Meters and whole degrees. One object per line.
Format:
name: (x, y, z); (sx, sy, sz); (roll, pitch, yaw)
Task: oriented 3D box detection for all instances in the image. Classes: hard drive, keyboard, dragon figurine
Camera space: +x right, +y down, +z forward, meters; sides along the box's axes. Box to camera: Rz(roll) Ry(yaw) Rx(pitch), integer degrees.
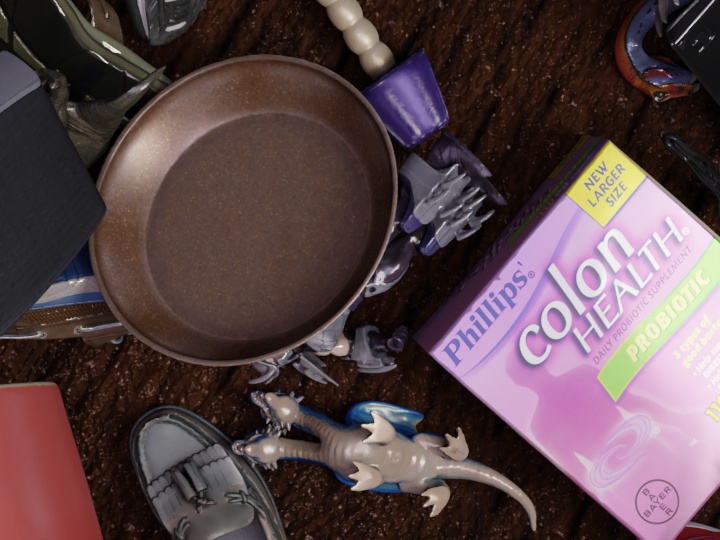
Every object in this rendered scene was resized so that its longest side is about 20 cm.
hard drive: (-0.233, -0.019, 1.460); (0.200, 0.042, 0.135); (-47, 128, -32)
keyboard: (0.245, -0.100, 1.595); (0.127, 0.021, 0.200); (-48, 132, 0)
dragon figurine: (0.018, 0.117, 1.626); (0.199, 0.099, 0.059); (12, 92, -25)

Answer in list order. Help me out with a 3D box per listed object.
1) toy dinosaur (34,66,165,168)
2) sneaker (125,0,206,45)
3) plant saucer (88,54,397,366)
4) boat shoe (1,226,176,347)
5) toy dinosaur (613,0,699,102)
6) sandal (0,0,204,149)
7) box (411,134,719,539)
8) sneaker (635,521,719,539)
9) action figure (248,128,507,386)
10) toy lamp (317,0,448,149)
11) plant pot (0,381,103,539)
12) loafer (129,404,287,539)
toy dinosaur: (-0.206, -0.081, 1.570); (0.199, 0.102, 0.077); (-33, 55, 4)
sneaker: (-0.141, -0.241, 1.585); (0.074, 0.079, 0.202); (-27, 114, -46)
plant saucer: (-0.067, -0.033, 1.536); (0.199, 0.037, 0.202); (-7, 68, 17)
boat shoe: (-0.162, 0.007, 1.594); (0.199, 0.073, 0.073); (0, 52, -24)
toy dinosaur: (0.234, -0.200, 1.627); (0.105, 0.201, 0.181); (38, 124, -25)
sandal: (-0.179, -0.141, 1.591); (0.201, 0.058, 0.080); (41, 128, -23)
box: (0.167, 0.045, 1.615); (0.200, 0.097, 0.176); (41, 90, -6)
sneaker: (0.281, 0.206, 1.629); (0.198, 0.112, 0.072); (7, 94, -6)
action figure: (0.000, 0.000, 1.594); (0.200, 0.069, 0.130); (-44, 142, -2)
toy lamp: (-0.012, -0.168, 1.603); (0.058, 0.058, 0.201); (-33, 96, -2)
plant pot: (-0.247, 0.163, 1.550); (0.199, 0.200, 0.179); (-5, 87, -5)
loafer: (-0.079, 0.175, 1.620); (0.072, 0.063, 0.201); (-33, 97, -2)
